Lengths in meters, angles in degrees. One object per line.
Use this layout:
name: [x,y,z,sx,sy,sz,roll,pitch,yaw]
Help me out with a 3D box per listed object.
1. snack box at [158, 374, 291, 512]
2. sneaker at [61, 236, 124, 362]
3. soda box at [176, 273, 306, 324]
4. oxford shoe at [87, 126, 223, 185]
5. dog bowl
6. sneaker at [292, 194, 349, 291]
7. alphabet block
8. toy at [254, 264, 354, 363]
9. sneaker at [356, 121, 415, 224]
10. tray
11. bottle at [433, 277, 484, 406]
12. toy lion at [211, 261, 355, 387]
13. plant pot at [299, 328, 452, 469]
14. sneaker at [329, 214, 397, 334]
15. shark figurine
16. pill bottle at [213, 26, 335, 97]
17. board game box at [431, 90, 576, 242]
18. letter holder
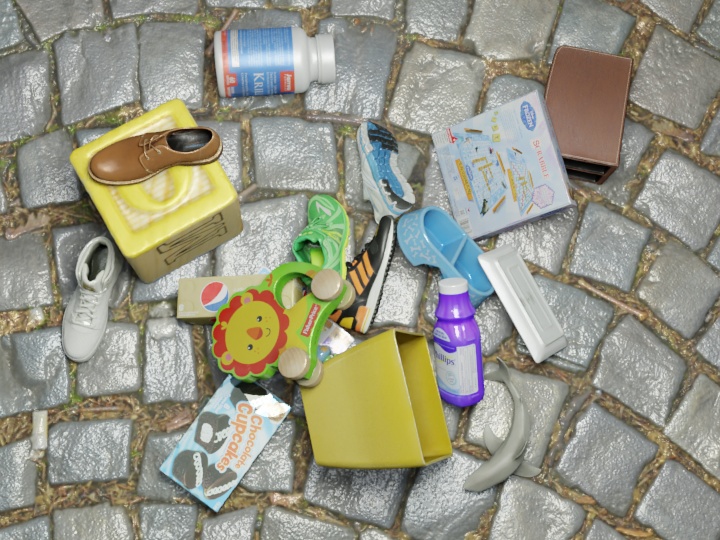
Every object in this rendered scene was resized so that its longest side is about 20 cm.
snack box: [-0.213,0.268,1.505,0.116,0.037,0.200,35,78,3]
sneaker: [-0.435,0.043,1.495,0.073,0.116,0.201,14,79,-3]
soda box: [-0.189,0.046,1.508,0.199,0.064,0.068,-3,76,15]
oxford shoe: [-0.302,-0.176,1.371,0.199,0.071,0.072,-16,81,-6]
dog bowl: [0.147,-0.023,1.544,0.200,0.050,0.112,47,42,-13]
sneaker: [-0.065,-0.051,1.533,0.074,0.084,0.201,-26,49,27]
alphabet block: [-0.315,-0.119,1.494,0.196,0.200,0.196,-32,83,-10]
toy: [-0.120,0.091,1.544,0.200,0.047,0.115,39,77,4]
sneaker: [0.024,-0.163,1.598,0.075,0.087,0.201,7,53,-30]
tray: [0.275,0.048,1.565,0.107,0.022,0.201,-20,78,-47]
bottle: [0.155,0.113,1.507,0.065,0.083,0.201,-14,108,-26]
toy lion: [-0.129,0.077,1.421,0.191,0.069,0.201,19,80,28]
plant pot: [0.018,0.213,1.456,0.176,0.200,0.201,-16,79,15]
sneaker: [0.000,0.000,1.540,0.090,0.070,0.201,15,99,5]
shark figurine: [0.248,0.257,1.520,0.127,0.090,0.216,11,80,-3]
pill bottle: [-0.145,-0.355,1.601,0.199,0.112,0.113,-5,79,-4]
board game box: [0.237,-0.169,1.578,0.199,0.041,0.201,-19,79,26]
letter holder: [0.377,-0.270,1.632,0.141,0.101,0.201,11,78,0]
